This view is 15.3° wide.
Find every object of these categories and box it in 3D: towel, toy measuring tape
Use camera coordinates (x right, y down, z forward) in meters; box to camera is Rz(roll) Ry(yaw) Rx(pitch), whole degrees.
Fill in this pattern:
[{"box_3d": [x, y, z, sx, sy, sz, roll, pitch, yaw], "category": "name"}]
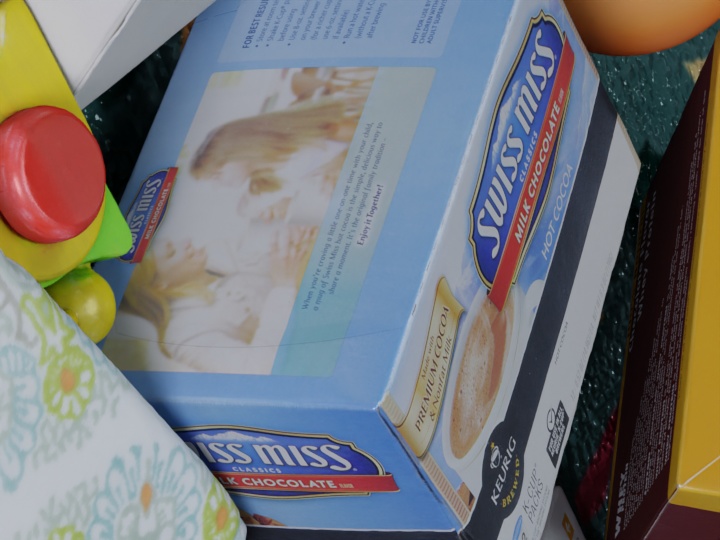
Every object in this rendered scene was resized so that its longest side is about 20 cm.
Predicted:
[{"box_3d": [-0.121, 0.098, 0.792, 0.200, 0.048, 0.172, 53, 54, -46], "category": "towel"}, {"box_3d": [-0.131, -0.058, 0.811, 0.074, 0.073, 0.201, -47, 118, -45], "category": "toy measuring tape"}]

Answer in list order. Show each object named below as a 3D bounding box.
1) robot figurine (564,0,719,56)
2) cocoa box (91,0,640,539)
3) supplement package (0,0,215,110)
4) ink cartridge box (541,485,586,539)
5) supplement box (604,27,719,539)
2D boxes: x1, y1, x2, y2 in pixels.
[{"box_3d": [0.102, -0.151, 1.082, 0.143, 0.200, 0.117, 16, 103, -8], "category": "robot figurine"}, {"box_3d": [0.000, 0.000, 0.935, 0.131, 0.133, 0.201, 58, 41, -46], "category": "cocoa box"}, {"box_3d": [-0.067, -0.159, 0.886, 0.117, 0.117, 0.200, 44, 44, 1], "category": "supplement package"}, {"box_3d": [0.069, 0.174, 1.030, 0.200, 0.037, 0.095, -69, 137, -63], "category": "ink cartridge box"}, {"box_3d": [0.185, 0.034, 1.097, 0.200, 0.132, 0.198, 101, -3, -68], "category": "supplement box"}]
